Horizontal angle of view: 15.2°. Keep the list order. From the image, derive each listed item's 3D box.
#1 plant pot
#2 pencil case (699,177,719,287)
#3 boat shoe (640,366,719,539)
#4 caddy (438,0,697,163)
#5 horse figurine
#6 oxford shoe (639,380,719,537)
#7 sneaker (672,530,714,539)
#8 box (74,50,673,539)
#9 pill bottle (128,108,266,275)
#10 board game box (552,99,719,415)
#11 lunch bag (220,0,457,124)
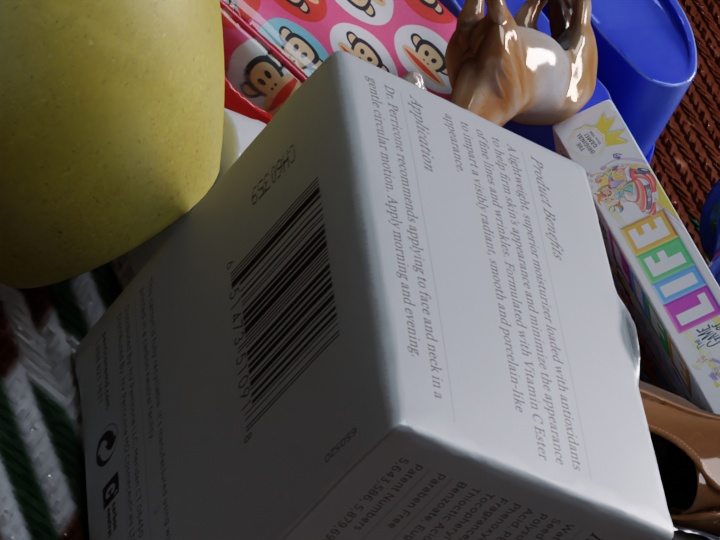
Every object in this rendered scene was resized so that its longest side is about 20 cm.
[{"bbox_3d":[-0.133,-0.078,1.083,0.142,0.199,0.200,63,26,-18],"label":"plant pot"},{"bbox_3d":[0.222,-0.003,1.461,0.078,0.087,0.200,24,15,1],"label":"pencil case"},{"bbox_3d":[0.134,0.088,1.293,0.200,0.068,0.072,56,33,11],"label":"boat shoe"},{"bbox_3d":[0.086,-0.123,1.457,0.141,0.105,0.200,-24,71,-34],"label":"caddy"},{"bbox_3d":[0.076,-0.116,1.310,0.200,0.050,0.133,-7,95,-64],"label":"horse figurine"},{"bbox_3d":[0.177,0.100,1.214,0.199,0.072,0.071,11,15,9],"label":"oxford shoe"},{"bbox_3d":[0.149,0.182,1.180,0.080,0.116,0.199,18,6,21],"label":"sneaker"},{"bbox_3d":[-0.004,0.063,1.033,0.130,0.200,0.199,23,37,-28],"label":"box"},{"bbox_3d":[0.000,0.000,1.197,0.200,0.112,0.113,22,38,-33],"label":"pill bottle"},{"bbox_3d":[0.158,0.030,1.353,0.135,0.034,0.200,74,-9,-62],"label":"board game box"},{"bbox_3d":[-0.030,-0.103,1.310,0.200,0.082,0.176,45,31,-3],"label":"lunch bag"}]
